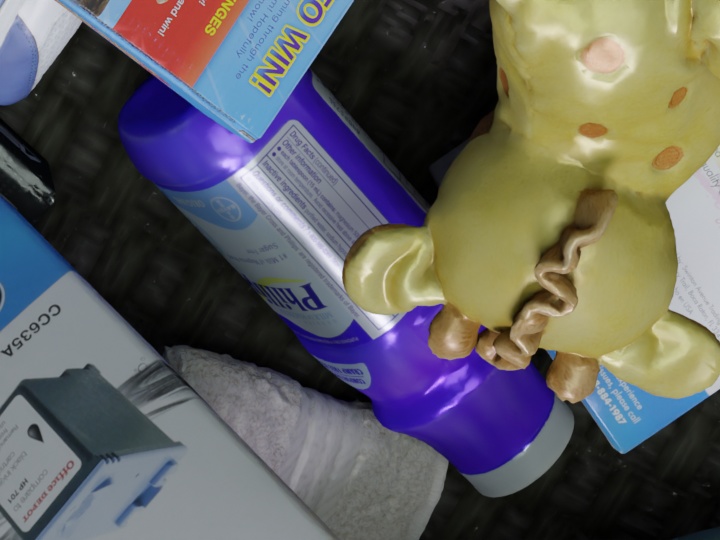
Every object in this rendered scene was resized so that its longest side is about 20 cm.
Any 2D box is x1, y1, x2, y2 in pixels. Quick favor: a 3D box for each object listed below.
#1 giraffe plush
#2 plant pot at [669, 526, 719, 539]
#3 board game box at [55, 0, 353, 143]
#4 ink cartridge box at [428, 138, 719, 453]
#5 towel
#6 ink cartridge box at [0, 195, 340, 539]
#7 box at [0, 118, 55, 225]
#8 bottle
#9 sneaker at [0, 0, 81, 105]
[{"bbox_3d":[0.082,-0.045,0.971,0.172,0.200,0.163,27,116,18],"label":"giraffe plush"},{"bbox_3d":[0.164,0.178,1.111,0.187,0.200,0.201,-25,112,-17],"label":"plant pot"},{"bbox_3d":[-0.053,-0.175,0.929,0.196,0.056,0.200,36,87,-40],"label":"board game box"},{"bbox_3d":[0.140,-0.042,1.086,0.200,0.067,0.116,-34,110,3],"label":"ink cartridge box"},{"bbox_3d":[-0.057,0.131,1.105,0.132,0.034,0.201,19,101,-36],"label":"towel"},{"bbox_3d":[-0.103,0.096,0.991,0.146,0.200,0.086,-44,152,-8],"label":"ink cartridge box"},{"bbox_3d":[-0.232,-0.014,1.046,0.200,0.044,0.160,-44,110,7],"label":"box"},{"bbox_3d":[0.000,0.000,1.069,0.065,0.083,0.200,-48,114,-13],"label":"bottle"},{"bbox_3d":[-0.063,-0.129,1.019,0.088,0.075,0.200,33,101,-18],"label":"sneaker"}]
